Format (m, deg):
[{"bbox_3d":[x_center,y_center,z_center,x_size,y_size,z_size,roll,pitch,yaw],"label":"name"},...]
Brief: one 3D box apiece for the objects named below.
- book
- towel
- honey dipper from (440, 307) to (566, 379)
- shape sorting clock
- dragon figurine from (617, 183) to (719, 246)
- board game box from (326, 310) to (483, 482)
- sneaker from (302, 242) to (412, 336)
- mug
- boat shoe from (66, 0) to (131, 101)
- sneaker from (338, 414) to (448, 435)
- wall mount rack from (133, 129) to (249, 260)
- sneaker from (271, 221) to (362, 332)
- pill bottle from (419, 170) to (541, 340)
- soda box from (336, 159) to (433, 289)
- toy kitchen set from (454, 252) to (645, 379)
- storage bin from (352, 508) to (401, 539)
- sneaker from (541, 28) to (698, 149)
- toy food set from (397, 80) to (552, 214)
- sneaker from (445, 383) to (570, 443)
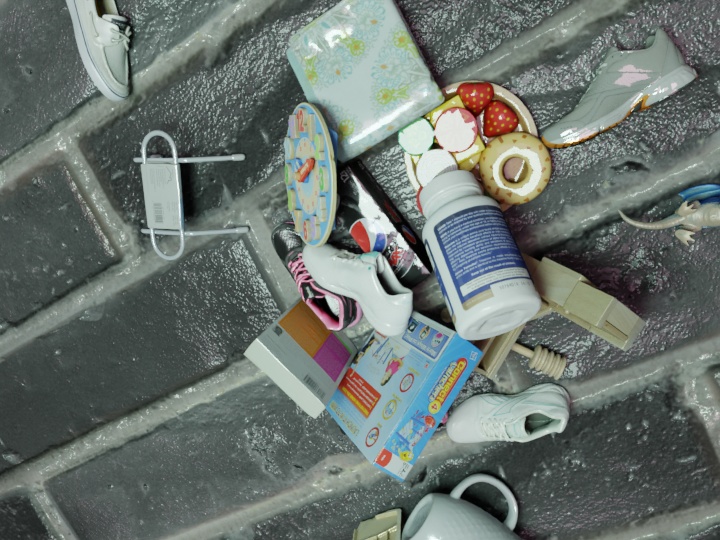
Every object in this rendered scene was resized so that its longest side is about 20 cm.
[{"bbox_3d":[-0.078,0.121,0.893,0.133,0.200,0.048,44,109,0],"label":"book"},{"bbox_3d":[0.000,-0.278,0.828,0.170,0.048,0.202,-28,82,20],"label":"towel"},{"bbox_3d":[0.213,0.107,0.906,0.198,0.038,0.038,24,109,8],"label":"honey dipper"},{"bbox_3d":[-0.076,-0.133,0.844,0.039,0.200,0.203,-3,107,-24],"label":"shape sorting clock"},{"bbox_3d":[0.454,-0.078,0.784,0.198,0.099,0.060,-8,105,35],"label":"dragon figurine"},{"bbox_3d":[0.052,0.157,0.839,0.056,0.200,0.197,35,86,-23],"label":"board game box"},{"bbox_3d":[0.000,0.000,0.853,0.199,0.075,0.089,37,134,22],"label":"sneaker"},{"bbox_3d":[0.174,0.425,0.952,0.174,0.148,0.201,37,77,0],"label":"mug"},{"bbox_3d":[-0.390,-0.367,0.914,0.069,0.071,0.203,-14,94,19],"label":"boat shoe"},{"bbox_3d":[0.044,0.239,0.964,0.197,0.074,0.089,3,105,18],"label":"sneaker"},{"bbox_3d":[-0.273,-0.121,0.949,0.171,0.075,0.203,4,105,17],"label":"wall mount rack"},{"bbox_3d":[-0.073,0.012,0.920,0.079,0.095,0.201,-38,92,21],"label":"sneaker"},{"bbox_3d":[0.144,-0.024,0.764,0.110,0.111,0.202,-27,63,19],"label":"pill bottle"},{"bbox_3d":[0.027,-0.064,0.887,0.063,0.071,0.201,-37,93,23],"label":"soda box"},{"bbox_3d":[0.263,0.101,0.808,0.162,0.200,0.182,28,95,-32],"label":"toy kitchen set"},{"bbox_3d":[0.062,0.538,0.971,0.093,0.199,0.202,-22,99,10],"label":"storage bin"},{"bbox_3d":[0.321,-0.234,0.777,0.198,0.076,0.093,-28,89,11],"label":"sneaker"},{"bbox_3d":[0.154,-0.162,0.842,0.196,0.049,0.202,-28,97,19],"label":"toy food set"},{"bbox_3d":[0.222,0.228,0.913,0.198,0.080,0.071,-20,101,19],"label":"sneaker"}]
